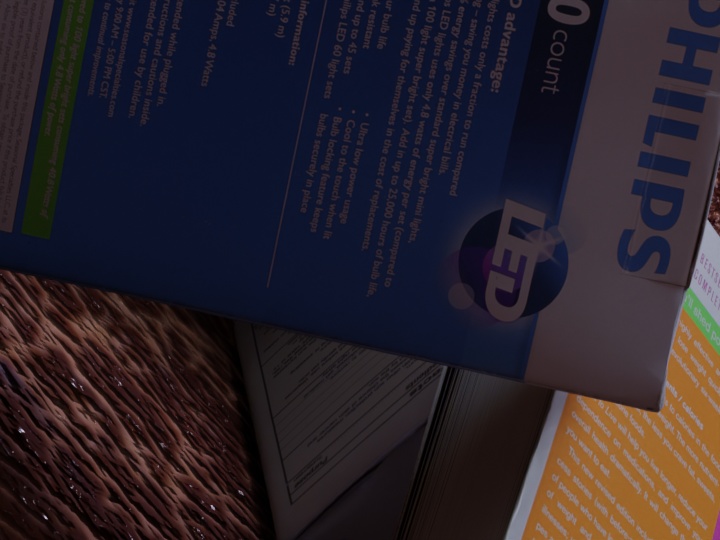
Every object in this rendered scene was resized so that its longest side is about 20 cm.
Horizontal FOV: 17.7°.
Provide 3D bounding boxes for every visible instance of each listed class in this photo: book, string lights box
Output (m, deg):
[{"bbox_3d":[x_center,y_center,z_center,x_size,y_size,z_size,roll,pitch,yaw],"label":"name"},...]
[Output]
[{"bbox_3d":[0.069,0.084,0.601,0.134,0.048,0.201,46,46,-30],"label":"book"},{"bbox_3d":[-0.018,-0.041,0.535,0.199,0.103,0.059,13,8,0],"label":"string lights box"}]

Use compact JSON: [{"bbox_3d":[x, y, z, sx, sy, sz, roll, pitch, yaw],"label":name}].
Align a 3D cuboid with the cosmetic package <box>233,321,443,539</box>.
[{"bbox_3d":[0.027,0.048,0.755,0.087,0.103,0.200,49,8,-18],"label":"cosmetic package"}]
